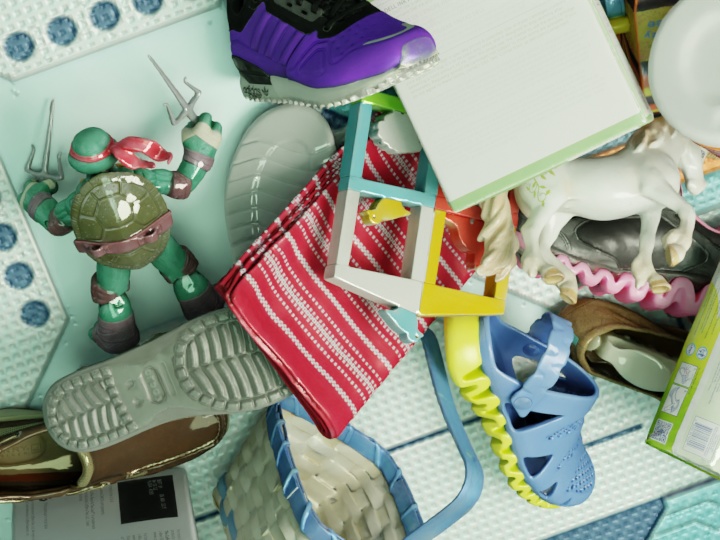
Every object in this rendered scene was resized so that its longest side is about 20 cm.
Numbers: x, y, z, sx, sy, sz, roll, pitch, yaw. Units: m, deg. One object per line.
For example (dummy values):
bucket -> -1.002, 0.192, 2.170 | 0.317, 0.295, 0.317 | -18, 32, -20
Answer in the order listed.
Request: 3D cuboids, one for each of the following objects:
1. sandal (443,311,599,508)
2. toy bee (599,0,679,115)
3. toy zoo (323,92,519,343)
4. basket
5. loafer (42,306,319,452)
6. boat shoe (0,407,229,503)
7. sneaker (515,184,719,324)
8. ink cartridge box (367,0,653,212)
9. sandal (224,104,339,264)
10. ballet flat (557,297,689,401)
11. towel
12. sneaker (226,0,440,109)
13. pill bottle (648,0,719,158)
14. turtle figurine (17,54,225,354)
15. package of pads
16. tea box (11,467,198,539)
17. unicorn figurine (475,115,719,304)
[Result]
sandal -> 0.131, 0.097, 1.743 | 0.087, 0.080, 0.200 | -14, 135, 19
toy bee -> 0.187, -0.186, 1.648 | 0.131, 0.109, 0.200 | -32, 112, 6
toy zoo -> 0.047, -0.049, 1.669 | 0.131, 0.020, 0.200 | 12, 81, -23
basket -> -0.003, 0.150, 1.727 | 0.139, 0.176, 0.200 | 27, 120, -31
loafer -> -0.121, 0.068, 1.689 | 0.200, 0.070, 0.075 | -14, 97, -2
boat shoe -> -0.191, 0.130, 1.742 | 0.202, 0.075, 0.075 | -12, 112, -2
sneaker -> 0.192, -0.025, 1.742 | 0.200, 0.079, 0.095 | 15, 87, -13
ink cartridge box -> 0.085, -0.157, 1.615 | 0.145, 0.048, 0.200 | -25, 91, 17
sandal -> -0.052, -0.018, 1.718 | 0.082, 0.050, 0.203 | 2, 100, 8
ballet flat -> 0.234, 0.074, 1.774 | 0.200, 0.072, 0.068 | 21, 108, -15
towel -> 0.000, 0.000, 1.679 | 0.200, 0.022, 0.145 | -49, 118, -27
sneaker -> -0.030, -0.163, 1.594 | 0.070, 0.200, 0.100 | -25, 107, -32
pill bottle -> 0.282, -0.115, 1.637 | 0.114, 0.114, 0.200 | -50, 149, 12
turtle figurine -> -0.164, -0.042, 1.668 | 0.150, 0.101, 0.200 | -8, 124, 11
package of pads -> 0.296, 0.082, 1.721 | 0.200, 0.068, 0.155 | 26, 85, -51
tea box -> -0.169, 0.275, 1.734 | 0.134, 0.200, 0.197 | -9, 111, -4
unicorn figurine -> 0.176, -0.048, 1.666 | 0.200, 0.137, 0.074 | 3, 147, -14
